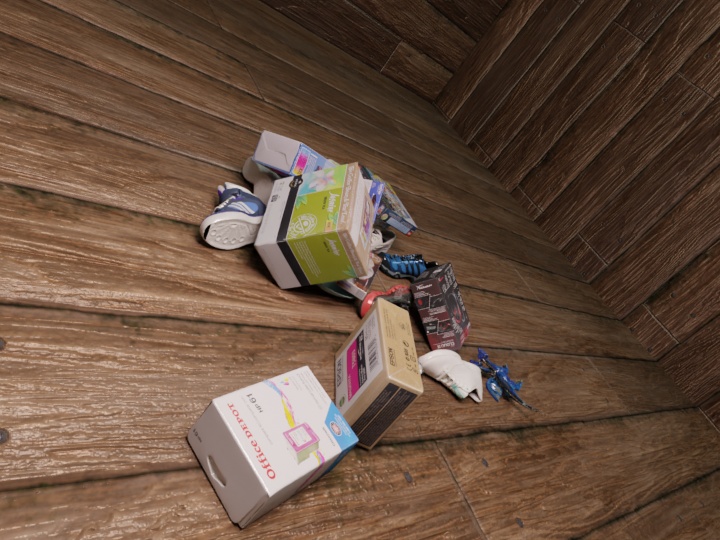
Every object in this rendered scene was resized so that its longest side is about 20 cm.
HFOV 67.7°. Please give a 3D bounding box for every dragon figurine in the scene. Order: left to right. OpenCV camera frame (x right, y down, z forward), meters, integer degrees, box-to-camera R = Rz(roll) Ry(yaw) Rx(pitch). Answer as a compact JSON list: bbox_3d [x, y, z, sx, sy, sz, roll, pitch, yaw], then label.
[{"bbox_3d":[0.351,0.282,1.327,0.099,0.059,0.201,7,42,-48],"label":"dragon figurine"}]

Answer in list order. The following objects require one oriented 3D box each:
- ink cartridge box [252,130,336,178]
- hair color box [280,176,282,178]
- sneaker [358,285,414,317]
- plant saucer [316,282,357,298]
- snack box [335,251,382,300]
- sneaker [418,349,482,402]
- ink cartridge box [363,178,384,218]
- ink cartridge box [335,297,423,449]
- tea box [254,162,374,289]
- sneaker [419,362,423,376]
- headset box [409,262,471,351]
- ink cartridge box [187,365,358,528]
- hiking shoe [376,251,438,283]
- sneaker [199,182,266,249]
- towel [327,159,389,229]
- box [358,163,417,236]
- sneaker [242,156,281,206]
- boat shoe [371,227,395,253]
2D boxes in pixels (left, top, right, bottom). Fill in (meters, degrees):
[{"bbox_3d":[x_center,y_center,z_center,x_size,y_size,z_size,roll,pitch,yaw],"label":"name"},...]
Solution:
[{"bbox_3d":[-0.129,-0.234,1.232,0.135,0.077,0.199,26,4,35],"label":"ink cartridge box"},{"bbox_3d":[-0.124,-0.216,1.455,0.198,0.061,0.102,13,38,-43],"label":"hair color box"},{"bbox_3d":[0.083,0.083,1.238,0.097,0.072,0.199,22,17,31],"label":"sneaker"},{"bbox_3d":[-0.071,-0.001,1.224,0.199,0.039,0.202,31,28,-18],"label":"plant saucer"},{"bbox_3d":[0.000,0.000,1.235,0.071,0.024,0.200,31,26,-1],"label":"snack box"},{"bbox_3d":[0.210,0.242,1.200,0.198,0.075,0.089,24,42,-32],"label":"sneaker"},{"bbox_3d":[-0.046,-0.176,1.330,0.197,0.042,0.121,11,67,14],"label":"ink cartridge box"},{"bbox_3d":[0.024,0.176,0.938,0.074,0.165,0.201,26,29,-21],"label":"ink cartridge box"},{"bbox_3d":[-0.083,-0.090,1.085,0.135,0.193,0.202,66,22,-43],"label":"tea box"},{"bbox_3d":[0.088,0.214,1.064,0.114,0.076,0.202,27,27,-22],"label":"sneaker"},{"bbox_3d":[0.204,0.100,1.321,0.148,0.074,0.203,-36,108,-63],"label":"headset box"},{"bbox_3d":[-0.117,0.235,0.753,0.145,0.085,0.199,50,29,19],"label":"ink cartridge box"},{"bbox_3d":[0.129,-0.021,1.464,0.198,0.087,0.075,20,33,-35],"label":"hiking shoe"},{"bbox_3d":[-0.277,-0.121,1.103,0.146,0.081,0.199,43,29,24],"label":"sneaker"},{"bbox_3d":[-0.013,-0.207,1.466,0.170,0.048,0.201,18,32,-49],"label":"towel"},{"bbox_3d":[0.064,-0.192,1.459,0.136,0.038,0.201,25,28,-44],"label":"box"},{"bbox_3d":[-0.212,-0.197,1.285,0.088,0.075,0.201,19,32,-43],"label":"sneaker"},{"bbox_3d":[0.030,-0.082,1.448,0.199,0.066,0.072,-1,48,-53],"label":"boat shoe"}]
